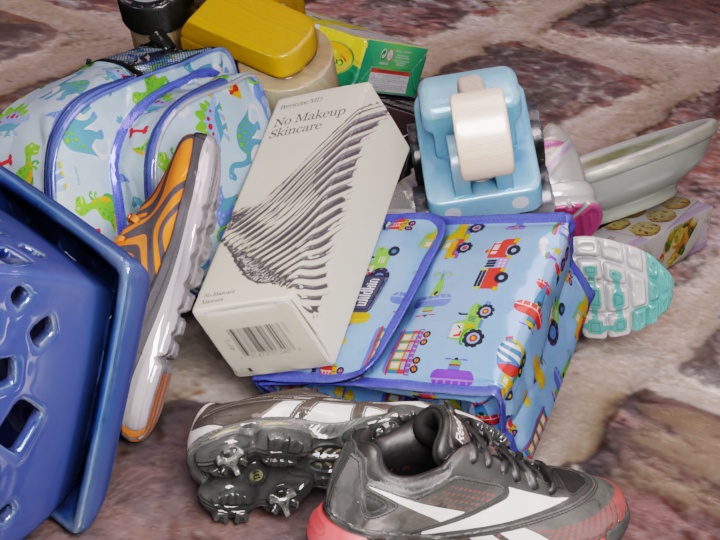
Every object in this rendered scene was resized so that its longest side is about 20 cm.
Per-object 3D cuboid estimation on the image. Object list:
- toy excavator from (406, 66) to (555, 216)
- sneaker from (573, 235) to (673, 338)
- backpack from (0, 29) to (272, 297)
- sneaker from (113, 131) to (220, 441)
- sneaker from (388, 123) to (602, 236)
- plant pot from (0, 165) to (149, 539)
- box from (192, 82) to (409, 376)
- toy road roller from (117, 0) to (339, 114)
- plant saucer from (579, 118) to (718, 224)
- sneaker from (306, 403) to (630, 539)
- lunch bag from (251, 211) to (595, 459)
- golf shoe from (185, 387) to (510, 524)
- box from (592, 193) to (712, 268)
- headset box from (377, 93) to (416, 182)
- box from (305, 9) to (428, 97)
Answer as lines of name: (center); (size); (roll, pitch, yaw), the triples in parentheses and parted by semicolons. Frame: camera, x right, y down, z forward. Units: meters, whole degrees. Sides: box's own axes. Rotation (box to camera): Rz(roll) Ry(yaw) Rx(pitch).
toy excavator: (0.077, -0.093, 1.462); (0.099, 0.201, 0.195); (-10, 48, 4)
sneaker: (0.129, 0.002, 1.570); (0.199, 0.078, 0.091); (4, 15, 1)
backpack: (-0.151, -0.055, 1.457); (0.146, 0.184, 0.200); (4, 20, 41)
sneaker: (-0.159, -0.001, 1.341); (0.111, 0.201, 0.078); (16, -9, 5)
sneaker: (0.081, -0.061, 1.621); (0.199, 0.081, 0.089); (-6, 64, 5)
plant pot: (-0.238, 0.047, 1.213); (0.179, 0.201, 0.200); (-5, 26, -43)
box: (-0.037, -0.029, 1.411); (0.082, 0.069, 0.201); (-9, 43, 28)
toy road roller: (-0.076, -0.180, 1.596); (0.199, 0.123, 0.146); (28, 59, 28)
plant saucer: (0.198, -0.069, 1.725); (0.199, 0.051, 0.200); (-18, 4, 1)
sneaker: (0.070, 0.127, 1.244); (0.199, 0.098, 0.071); (2, 23, -18)
lunch bag: (0.033, 0.036, 1.408); (0.199, 0.094, 0.151); (8, 53, 25)
golf shoe: (-0.009, 0.100, 1.304); (0.199, 0.078, 0.095); (3, 24, -16)
box: (0.215, -0.017, 1.684); (0.041, 0.039, 0.200); (21, 27, 31)
headset box: (-0.019, -0.117, 1.747); (0.199, 0.078, 0.149); (18, 9, 22)
box: (-0.059, -0.190, 1.735); (0.199, 0.049, 0.117); (22, 11, 26)
